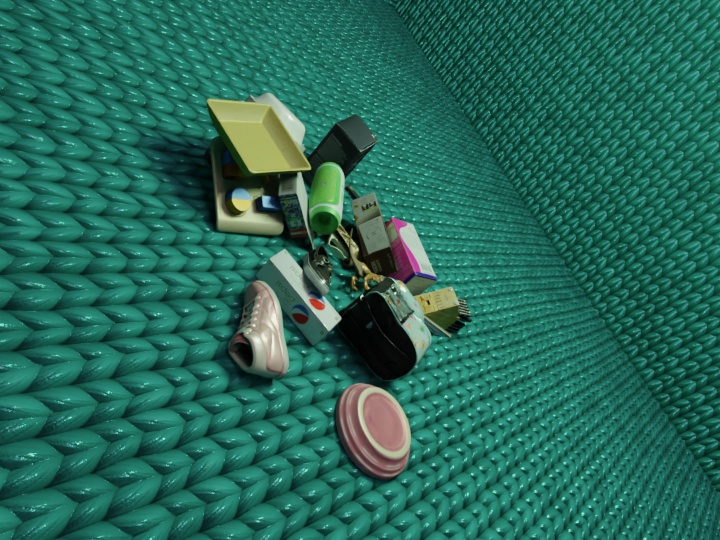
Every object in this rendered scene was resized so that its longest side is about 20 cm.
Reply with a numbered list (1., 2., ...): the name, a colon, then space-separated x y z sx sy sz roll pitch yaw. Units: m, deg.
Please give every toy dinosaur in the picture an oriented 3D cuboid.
1. toy dinosaur: 0.000 0.000 1.379 0.200 0.059 0.109 47 41 -44

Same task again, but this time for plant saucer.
1. plant saucer: 0.037 0.324 1.123 0.198 0.051 0.204 32 36 -27
2. plant saucer: -0.231 -0.284 1.202 0.198 0.048 0.203 -16 69 -53

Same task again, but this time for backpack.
1. backpack: 0.065 0.138 1.239 0.152 0.175 0.203 -25 80 -53

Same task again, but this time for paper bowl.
1. paper bowl: -0.224 -0.385 1.430 0.200 0.105 0.201 42 9 -8

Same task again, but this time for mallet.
1. mallet: 0.029 -0.188 1.673 0.202 0.041 0.065 53 33 13

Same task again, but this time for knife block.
1. knife block: 0.230 0.132 1.576 0.193 0.178 0.065 -14 53 -5

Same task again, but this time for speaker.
1. speaker: -0.085 -0.187 1.374 0.087 0.088 0.204 31 39 -26

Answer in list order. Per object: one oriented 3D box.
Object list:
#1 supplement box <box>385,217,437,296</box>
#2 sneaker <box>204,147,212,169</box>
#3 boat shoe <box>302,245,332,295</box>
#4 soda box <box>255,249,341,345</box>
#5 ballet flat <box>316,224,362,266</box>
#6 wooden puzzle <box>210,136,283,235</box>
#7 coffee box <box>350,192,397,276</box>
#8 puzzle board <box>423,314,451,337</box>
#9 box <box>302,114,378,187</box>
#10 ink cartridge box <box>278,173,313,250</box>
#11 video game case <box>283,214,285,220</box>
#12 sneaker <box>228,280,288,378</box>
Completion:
1. supplement box: 0.126 -0.036 1.569 0.099 0.103 0.205 12 48 -43
2. sneaker: -0.322 -0.292 1.316 0.080 0.075 0.200 40 25 5
3. boat shoe: -0.093 -0.009 1.233 0.069 0.056 0.201 47 5 -23
4. soda box: -0.134 0.058 1.175 0.201 0.063 0.068 50 31 1
5. ballet flat: -0.074 -0.091 1.419 0.202 0.067 0.072 53 41 -3
6. wooden puzzle: -0.246 -0.189 1.218 0.182 0.045 0.208 1 84 -48
7. coffee box: 0.036 -0.095 1.493 0.116 0.077 0.204 66 9 -51
8. puzzle board: 0.121 0.118 1.385 0.198 0.150 0.018 36 74 -20
9. box: -0.063 -0.327 1.541 0.105 0.200 0.148 46 31 -1
10. ink cartridge box: -0.154 -0.146 1.319 0.203 0.048 0.111 80 5 -48
11. video game case: -0.233 -0.216 1.315 0.204 0.017 0.144 62 27 -22
12. sneaker: -0.204 0.105 1.025 0.103 0.075 0.205 15 49 -50
